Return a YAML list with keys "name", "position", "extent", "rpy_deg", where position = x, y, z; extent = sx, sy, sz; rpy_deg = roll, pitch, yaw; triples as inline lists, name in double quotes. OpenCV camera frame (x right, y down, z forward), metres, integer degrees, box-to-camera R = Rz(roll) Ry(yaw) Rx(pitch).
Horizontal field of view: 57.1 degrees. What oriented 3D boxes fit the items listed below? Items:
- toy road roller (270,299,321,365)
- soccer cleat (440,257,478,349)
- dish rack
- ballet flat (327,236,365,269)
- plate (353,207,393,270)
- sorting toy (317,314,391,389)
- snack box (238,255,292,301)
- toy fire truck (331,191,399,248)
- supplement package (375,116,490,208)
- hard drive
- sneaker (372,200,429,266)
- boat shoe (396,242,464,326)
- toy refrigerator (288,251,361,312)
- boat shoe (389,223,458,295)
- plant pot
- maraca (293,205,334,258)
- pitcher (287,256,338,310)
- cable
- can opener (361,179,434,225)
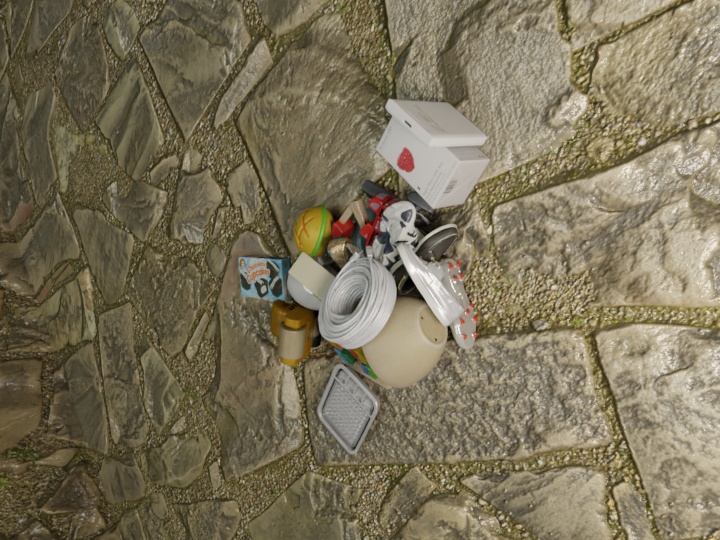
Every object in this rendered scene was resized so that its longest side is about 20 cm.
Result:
- name: "toy road roller"
  position: [-0.187, 0.149, 1.745]
  extent: [0.142, 0.200, 0.126]
  rpy_deg: [14, 110, 17]
- name: "soccer cleat"
  position: [0.204, 0.074, 1.456]
  extent: [0.077, 0.068, 0.206]
  rpy_deg: [-23, 75, 48]
- name: "dish rack"
  position: [-0.027, 0.360, 1.739]
  extent: [0.171, 0.043, 0.203]
  rpy_deg: [42, 124, 28]
- name: "ballet flat"
  position: [0.000, 0.000, 1.573]
  extent: [0.064, 0.071, 0.200]
  rpy_deg: [-22, 120, 40]
- name: "plate"
  position: [0.048, -0.059, 1.599]
  extent: [0.197, 0.025, 0.206]
  rpy_deg: [10, 105, 42]
- name: "sorting toy"
  position: [-0.015, 0.204, 1.635]
  extent: [0.183, 0.037, 0.202]
  rpy_deg: [25, 151, 38]
- name: "snack box"
  position: [-0.276, 0.021, 1.910]
  extent: [0.197, 0.037, 0.120]
  rpy_deg: [3, 100, 43]
- name: "toy fire truck"
  position: [0.011, -0.119, 1.548]
  extent: [0.141, 0.048, 0.202]
  rpy_deg: [43, 139, 20]
- name: "supplement package"
  position: [0.150, -0.246, 1.401]
  extent: [0.201, 0.118, 0.123]
  rpy_deg: [49, 128, 25]
- name: "hard drive"
  position: [0.155, -0.297, 1.331]
  extent: [0.132, 0.197, 0.027]
  rpy_deg: [47, 127, 25]
- name: "sneaker"
  position: [0.112, -0.088, 1.454]
  extent: [0.080, 0.127, 0.201]
  rpy_deg: [60, 150, 30]
- name: "boat shoe"
  position: [0.148, 0.019, 1.382]
  extent: [0.068, 0.072, 0.202]
  rpy_deg: [-33, 91, 4]
- name: "toy refrigerator"
  position: [-0.076, 0.048, 1.582]
  extent: [0.198, 0.076, 0.071]
  rpy_deg: [37, 87, 16]
- name: "boat shoe"
  position: [0.145, -0.022, 1.437]
  extent: [0.201, 0.071, 0.062]
  rpy_deg: [-43, 53, 35]
- name: "plant pot"
  position: [0.114, 0.141, 1.454]
  extent: [0.133, 0.198, 0.205]
  rpy_deg: [-29, 79, 43]
- name: "maraca"
  position: [-0.123, -0.096, 1.691]
  extent: [0.199, 0.105, 0.141]
  rpy_deg: [176, 111, -70]
- name: "pitcher"
  position: [-0.084, 0.023, 1.682]
  extent: [0.196, 0.120, 0.176]
  rpy_deg: [18, 105, 29]
- name: "cable"
  position: [-0.009, 0.071, 1.442]
  extent: [0.200, 0.069, 0.202]
  rpy_deg: [-44, 36, 16]
- name: "can opener"
  position: [0.091, -0.167, 1.532]
  extent: [0.198, 0.053, 0.068]
  rpy_deg: [35, 88, 34]
